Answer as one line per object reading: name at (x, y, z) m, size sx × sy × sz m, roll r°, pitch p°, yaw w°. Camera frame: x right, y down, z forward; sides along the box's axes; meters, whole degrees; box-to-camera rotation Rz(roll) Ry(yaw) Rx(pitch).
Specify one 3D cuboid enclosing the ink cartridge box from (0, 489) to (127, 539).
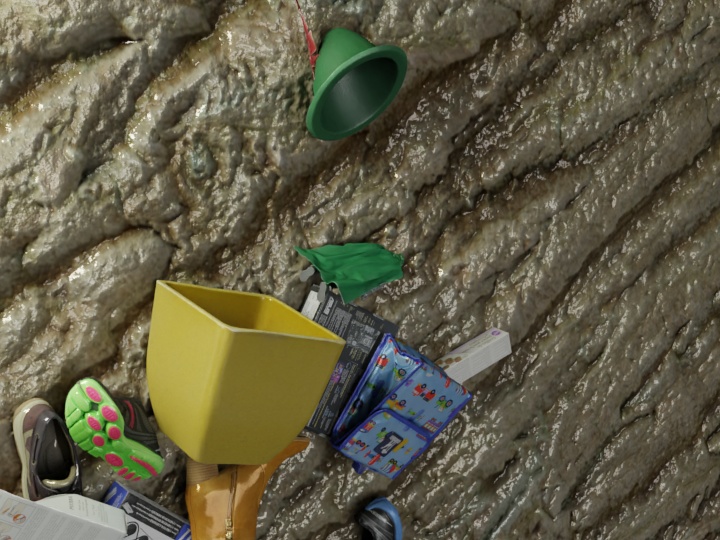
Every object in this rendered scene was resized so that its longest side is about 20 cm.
ink cartridge box at (-0.419, 0.343, 1.522) m, size 0.199 × 0.047 × 0.160 m, roll 28°, pitch 109°, yaw -28°

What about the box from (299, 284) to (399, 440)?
box at (-0.045, 0.142, 1.796) m, size 0.160 × 0.043 × 0.201 m, roll 27°, pitch 85°, yaw -40°

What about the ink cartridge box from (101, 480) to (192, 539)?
ink cartridge box at (-0.284, 0.375, 1.668) m, size 0.200 × 0.044 × 0.094 m, roll 41°, pitch 78°, yaw -39°

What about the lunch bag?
lunch bag at (0.047, 0.220, 1.828) m, size 0.200 × 0.094 × 0.150 m, roll -53°, pitch 136°, yaw 3°

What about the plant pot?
plant pot at (-0.172, 0.146, 1.606) m, size 0.195 × 0.194 × 0.201 m, roll 10°, pitch 101°, yaw -40°

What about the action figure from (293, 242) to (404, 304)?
action figure at (0.000, 0.000, 1.770) m, size 0.199 × 0.118 × 0.055 m, roll -12°, pitch 147°, yaw -48°

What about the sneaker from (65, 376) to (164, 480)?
sneaker at (-0.321, 0.197, 1.563) m, size 0.076 × 0.084 × 0.200 m, roll -19°, pitch 137°, yaw 5°

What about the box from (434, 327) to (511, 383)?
box at (0.162, 0.154, 1.969) m, size 0.199 × 0.039 × 0.042 m, roll -28°, pitch 119°, yaw -30°

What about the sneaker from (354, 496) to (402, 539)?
sneaker at (0.031, 0.456, 1.939) m, size 0.082 × 0.071 × 0.201 m, roll -21°, pitch 114°, yaw -18°

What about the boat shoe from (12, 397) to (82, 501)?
boat shoe at (-0.389, 0.260, 1.537) m, size 0.072 × 0.065 × 0.201 m, roll -21°, pitch 115°, yaw -34°

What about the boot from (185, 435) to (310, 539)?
boot at (-0.155, 0.312, 1.714) m, size 0.200 × 0.071 × 0.145 m, roll -5°, pitch 86°, yaw -30°

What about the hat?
hat at (-0.046, -0.311, 1.687) m, size 0.165 × 0.176 × 0.200 m, roll -21°, pitch 152°, yaw -35°
